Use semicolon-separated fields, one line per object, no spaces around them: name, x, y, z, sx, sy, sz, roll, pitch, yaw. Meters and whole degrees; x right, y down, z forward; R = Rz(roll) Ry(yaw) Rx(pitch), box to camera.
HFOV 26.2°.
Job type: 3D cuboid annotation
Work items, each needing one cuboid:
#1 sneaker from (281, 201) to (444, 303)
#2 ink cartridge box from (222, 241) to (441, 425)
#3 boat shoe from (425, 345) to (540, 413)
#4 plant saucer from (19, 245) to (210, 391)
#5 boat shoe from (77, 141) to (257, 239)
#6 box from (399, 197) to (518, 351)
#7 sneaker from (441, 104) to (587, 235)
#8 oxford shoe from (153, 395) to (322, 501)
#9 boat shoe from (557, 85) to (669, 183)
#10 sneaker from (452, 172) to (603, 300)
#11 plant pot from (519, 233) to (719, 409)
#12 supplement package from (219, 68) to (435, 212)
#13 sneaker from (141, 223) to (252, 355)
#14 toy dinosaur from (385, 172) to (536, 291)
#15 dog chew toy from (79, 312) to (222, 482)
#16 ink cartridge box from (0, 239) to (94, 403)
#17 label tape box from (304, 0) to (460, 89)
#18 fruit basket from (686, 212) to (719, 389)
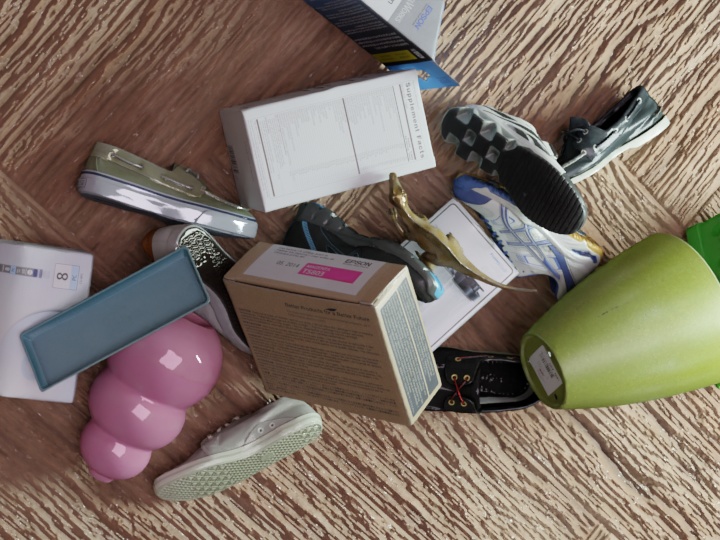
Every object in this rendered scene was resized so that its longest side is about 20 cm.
sneaker;0.000;0.000;1.679;0.082;0.199;0.073;-59;150;-10
ink cartridge box;-0.029;0.065;1.633;0.075;0.199;0.165;-47;134;-38
boat shoe;0.120;0.128;1.789;0.200;0.063;0.074;0;99;-17
plant saucer;-0.250;0.051;1.585;0.199;0.019;0.070;-28;69;5
boat shoe;-0.200;-0.083;1.651;0.199;0.072;0.062;17;83;-18
box;0.066;0.027;1.742;0.200;0.060;0.117;-42;89;-10
sneaker;0.190;-0.124;1.734;0.200;0.074;0.088;45;38;18
oxford shoe;-0.139;0.195;1.713;0.199;0.075;0.058;-27;62;-6
boat shoe;0.269;-0.154;1.800;0.199;0.074;0.066;-30;102;-14
sneaker;0.182;-0.036;1.785;0.199;0.075;0.088;31;102;-11
plant pot;0.288;0.078;1.763;0.199;0.187;0.188;-20;102;-21
supplement package;-0.036;-0.143;1.677;0.199;0.109;0.114;-15;101;-16
sneaker;-0.162;0.017;1.685;0.073;0.084;0.200;-57;131;-27
toy dinosaur;0.088;-0.021;1.668;0.200;0.101;0.058;40;84;-8
dog chew toy;-0.231;0.133;1.642;0.124;0.125;0.201;27;95;-19
ink cartridge box;-0.387;0.047;1.612;0.199;0.047;0.161;7;94;-22
label tape box;0.023;-0.281;1.665;0.200;0.144;0.063;37;82;-19
fruit basket;0.478;0.038;1.880;0.214;0.156;0.216;0;136;0
